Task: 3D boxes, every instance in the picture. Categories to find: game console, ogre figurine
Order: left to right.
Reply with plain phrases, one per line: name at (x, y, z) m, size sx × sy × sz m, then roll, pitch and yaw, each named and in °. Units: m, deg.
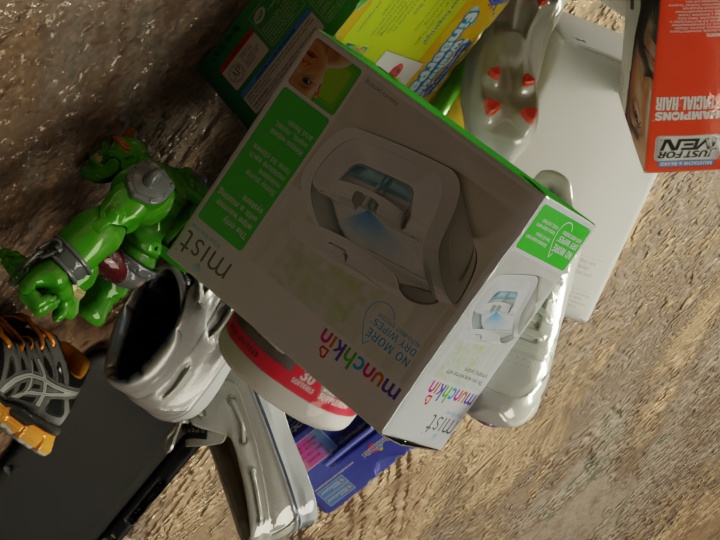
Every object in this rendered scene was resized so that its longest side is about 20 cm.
game console at (-0.203, 0.140, 1.760) m, size 0.200 × 0.116 × 0.176 m, roll -49°, pitch -174°, yaw 15°
ogre figurine at (-0.156, -0.022, 1.464) m, size 0.120 × 0.098 × 0.200 m, roll -44°, pitch 156°, yaw 6°

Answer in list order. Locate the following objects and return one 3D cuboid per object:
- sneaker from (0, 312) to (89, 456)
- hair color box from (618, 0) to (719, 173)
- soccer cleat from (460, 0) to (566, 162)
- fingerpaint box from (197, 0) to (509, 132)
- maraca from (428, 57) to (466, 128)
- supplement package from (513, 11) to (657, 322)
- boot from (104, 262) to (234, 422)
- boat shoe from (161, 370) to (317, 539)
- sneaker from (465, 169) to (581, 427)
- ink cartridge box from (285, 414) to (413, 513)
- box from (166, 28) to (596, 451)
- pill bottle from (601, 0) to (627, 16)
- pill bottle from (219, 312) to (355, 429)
sneaker at (-0.243, 0.060, 1.512) m, size 0.077 × 0.078 × 0.200 m, roll -54°, pitch 161°, yaw -7°
hair color box at (0.221, -0.180, 1.539) m, size 0.064 × 0.111 × 0.201 m, roll -3°, pitch 125°, yaw -3°
soccer cleat at (0.103, -0.160, 1.590) m, size 0.078 × 0.069 × 0.201 m, roll 119°, pitch -15°, yaw -59°
fingerpaint box at (0.013, -0.178, 1.496) m, size 0.200 × 0.073 × 0.167 m, roll -50°, pitch 155°, yaw 22°
maraca at (0.057, -0.103, 1.660) m, size 0.200 × 0.107 × 0.137 m, roll -59°, pitch 177°, yaw -37°
supplement package at (0.152, -0.084, 1.714) m, size 0.117 × 0.117 × 0.201 m, roll 19°, pitch 108°, yaw -15°
boot at (-0.107, 0.010, 1.590) m, size 0.201 × 0.073 × 0.096 m, roll -62°, pitch 154°, yaw -6°
boat shoe at (-0.108, 0.110, 1.665) m, size 0.086 × 0.203 × 0.075 m, roll -22°, pitch -176°, yaw -23°
sneaker at (0.099, 0.014, 1.459) m, size 0.201 × 0.074 × 0.100 m, roll -74°, pitch -178°, yaw -46°
ink cartridge box at (-0.002, 0.097, 1.764) m, size 0.136 × 0.200 × 0.076 m, roll -39°, pitch 115°, yaw 16°
box at (0.012, -0.018, 1.399) m, size 0.177 × 0.200 × 0.097 m, roll -54°, pitch 152°, yaw 7°
pill bottle at (0.242, -0.282, 1.615) m, size 0.110 × 0.111 × 0.200 m, roll -16°, pitch 145°, yaw -45°
pill bottle at (0.000, 0.000, 1.531) m, size 0.200 × 0.111 × 0.111 m, roll -55°, pitch 154°, yaw 13°
